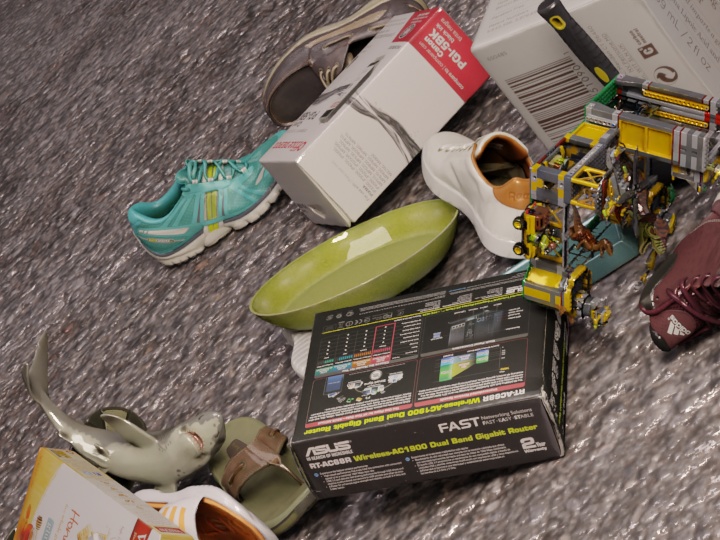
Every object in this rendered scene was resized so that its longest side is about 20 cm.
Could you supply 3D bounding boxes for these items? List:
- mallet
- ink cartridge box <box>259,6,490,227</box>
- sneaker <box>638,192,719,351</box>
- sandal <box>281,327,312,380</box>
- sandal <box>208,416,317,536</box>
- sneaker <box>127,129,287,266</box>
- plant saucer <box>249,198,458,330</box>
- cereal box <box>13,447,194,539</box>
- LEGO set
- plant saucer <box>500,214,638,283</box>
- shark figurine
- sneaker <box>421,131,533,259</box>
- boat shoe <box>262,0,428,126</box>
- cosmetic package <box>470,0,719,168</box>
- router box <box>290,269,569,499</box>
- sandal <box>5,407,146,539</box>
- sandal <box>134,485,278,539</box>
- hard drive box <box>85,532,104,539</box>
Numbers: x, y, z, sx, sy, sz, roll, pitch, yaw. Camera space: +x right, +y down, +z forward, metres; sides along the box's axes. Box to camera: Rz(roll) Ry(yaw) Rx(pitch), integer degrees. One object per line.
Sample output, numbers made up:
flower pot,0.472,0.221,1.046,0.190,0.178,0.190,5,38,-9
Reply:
mallet,0.207,-0.139,1.627,0.065,0.200,0.041,-18,40,28
ink cartridge box,0.013,-0.142,1.988,0.200,0.083,0.147,-47,14,-10
sneaker,0.254,0.024,1.478,0.115,0.076,0.200,-43,16,10
sandal,-0.017,0.066,1.798,0.082,0.050,0.203,-26,16,-1
sandal,-0.085,0.158,1.736,0.080,0.057,0.201,-48,27,-12
sneaker,-0.145,-0.079,2.140,0.199,0.080,0.078,-33,28,16
plant saucer,0.000,0.000,1.833,0.199,0.031,0.200,-26,13,6
cereal box,-0.215,0.241,1.705,0.199,0.039,0.145,24,99,51
LEGO set,0.206,-0.047,1.557,0.115,0.155,0.200,17,30,28
plant saucer,0.131,0.015,1.701,0.199,0.019,0.070,-33,29,17
shark figurine,-0.195,0.136,1.833,0.213,0.129,0.089,17,33,25
sneaker,0.108,-0.088,1.792,0.072,0.085,0.200,-6,28,-20
boat shoe,-0.017,-0.209,2.166,0.199,0.075,0.074,-36,27,15
cosmetic package,0.219,-0.210,1.749,0.164,0.165,0.201,-18,36,38
router box,0.055,0.083,1.597,0.198,0.062,0.150,-12,35,17
sandal,-0.243,0.213,1.857,0.202,0.079,0.057,-58,-7,-25
sandal,-0.136,0.217,1.709,0.059,0.079,0.206,-56,21,-24
hard drive box,-0.162,0.308,1.514,0.077,0.156,0.200,-35,28,9
